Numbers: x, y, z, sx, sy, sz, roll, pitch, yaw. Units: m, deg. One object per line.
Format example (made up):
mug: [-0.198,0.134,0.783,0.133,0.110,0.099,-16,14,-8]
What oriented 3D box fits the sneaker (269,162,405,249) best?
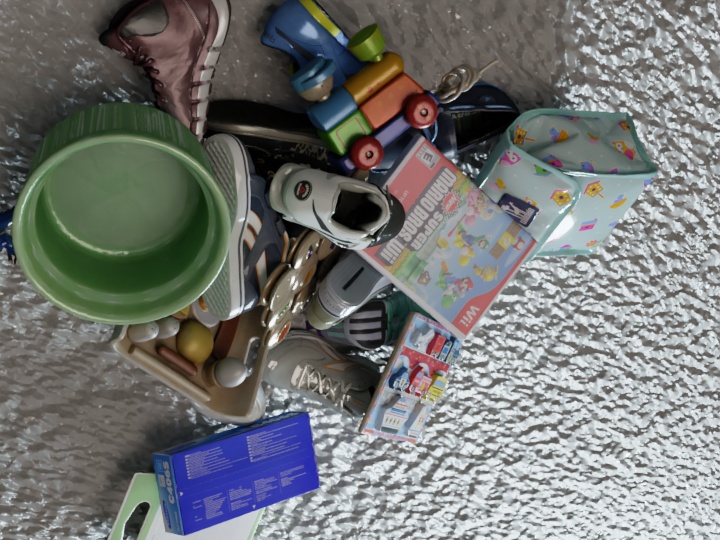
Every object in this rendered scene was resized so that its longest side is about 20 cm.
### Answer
sneaker: [0.001,-0.055,1.311,0.199,0.088,0.075,10,96,-55]

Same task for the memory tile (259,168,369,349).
memory tile: [-0.047,-0.015,1.401,0.201,0.017,0.154,-54,166,-26]

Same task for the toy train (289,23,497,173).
toy train: [0.031,-0.199,1.306,0.199,0.085,0.116,-38,113,-7]

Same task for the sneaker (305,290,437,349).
sneaker: [0.020,0.057,1.560,0.199,0.087,0.075,6,87,-57]

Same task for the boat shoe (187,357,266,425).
boat shoe: [-0.169,0.132,1.470,0.074,0.067,0.200,-47,132,2]

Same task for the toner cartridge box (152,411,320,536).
toner cartridge box: [-0.142,0.234,1.520,0.199,0.043,0.096,-12,94,-39]

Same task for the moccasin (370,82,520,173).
moccasin: [0.089,-0.161,1.452,0.199,0.068,0.081,-27,130,-16]

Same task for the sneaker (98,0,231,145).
sneaker: [-0.203,-0.187,1.255,0.114,0.076,0.202,7,105,-29]

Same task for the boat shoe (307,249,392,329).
boat shoe: [0.000,0.000,1.468,0.062,0.072,0.200,-40,179,39]

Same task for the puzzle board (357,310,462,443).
puzzle board: [0.068,0.135,1.570,0.152,0.017,0.200,-66,156,-1]

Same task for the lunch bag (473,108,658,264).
lunch bag: [0.216,-0.097,1.515,0.198,0.123,0.171,-4,147,-29]

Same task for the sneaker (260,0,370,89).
sneaker: [-0.028,-0.205,1.355,0.078,0.066,0.200,-44,130,6]

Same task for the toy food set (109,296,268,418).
toy food set: [-0.169,0.051,1.372,0.200,0.060,0.145,40,53,-42]

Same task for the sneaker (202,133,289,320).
sneaker: [-0.120,-0.052,1.319,0.079,0.078,0.202,-22,130,-37]

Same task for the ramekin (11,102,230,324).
ramekin: [-0.224,-0.059,1.222,0.198,0.098,0.202,-5,123,-8]

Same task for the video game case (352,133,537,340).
video game case: [0.089,-0.034,1.443,0.200,0.017,0.143,39,87,-26]

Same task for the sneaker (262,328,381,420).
sneaker: [-0.032,0.132,1.541,0.199,0.092,0.076,17,108,-39]

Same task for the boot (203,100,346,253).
boot: [-0.098,-0.092,1.372,0.202,0.073,0.155,5,117,-36]

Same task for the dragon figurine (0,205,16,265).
dragon figurine: [-0.383,-0.024,1.238,0.099,0.059,0.201,29,100,-41]

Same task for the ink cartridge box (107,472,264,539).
ink cartridge box: [-0.213,0.294,1.556,0.199,0.048,0.147,12,111,-36]
